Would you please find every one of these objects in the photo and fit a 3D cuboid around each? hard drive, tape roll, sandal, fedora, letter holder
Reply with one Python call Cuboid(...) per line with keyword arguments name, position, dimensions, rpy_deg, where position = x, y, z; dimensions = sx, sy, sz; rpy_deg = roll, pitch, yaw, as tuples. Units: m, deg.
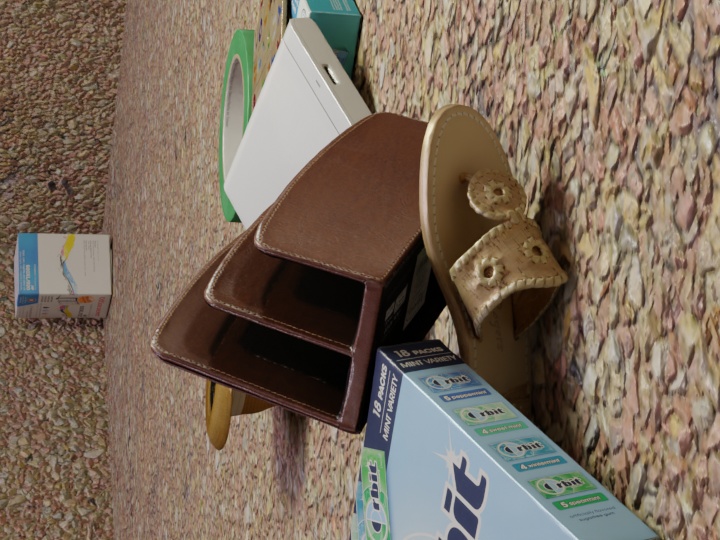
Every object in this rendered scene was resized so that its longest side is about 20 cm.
Cuboid(name="hard drive", position=(-0.053, -0.093, 1.476), dimensions=(0.132, 0.027, 0.200), rpy_deg=(60, 144, 29))
Cuboid(name="tape roll", position=(-0.110, -0.149, 1.833), dimensions=(0.200, 0.048, 0.201), rpy_deg=(-178, 90, -77))
Cuboid(name="sandal", position=(0.085, 0.015, 0.958), dimensions=(0.070, 0.078, 0.212), rpy_deg=(3, 99, 46))
Cuboid(name="fedora", position=(-0.101, 0.077, 1.681), dimensions=(0.201, 0.082, 0.201), rpy_deg=(-175, 90, -82))
Cuboid(name="letter holder", position=(-0.023, -0.016, 1.038), dimensions=(0.200, 0.142, 0.101), rpy_deg=(-51, -25, -56))

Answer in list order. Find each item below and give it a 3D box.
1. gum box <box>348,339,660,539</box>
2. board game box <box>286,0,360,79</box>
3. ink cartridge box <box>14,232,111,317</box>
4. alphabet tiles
Cuboid(name="gum box", position=(0.062, 0.157, 0.905), dimensions=(0.200, 0.044, 0.170), rpy_deg=(41, 130, 50))
Cuboid(name="board game box", position=(-0.048, -0.162, 1.564), dimensions=(0.151, 0.047, 0.200), rpy_deg=(-109, 25, -59))
Cuboid(name="ink cartridge box", position=(-0.640, 0.013, 3.795), dimensions=(0.147, 0.199, 0.145), rpy_deg=(120, 147, -64))
Cuboid(name="alphabet tiles", position=(-0.084, -0.206, 1.611), dimensions=(0.200, 0.006, 0.167), rpy_deg=(131, 141, -74))
